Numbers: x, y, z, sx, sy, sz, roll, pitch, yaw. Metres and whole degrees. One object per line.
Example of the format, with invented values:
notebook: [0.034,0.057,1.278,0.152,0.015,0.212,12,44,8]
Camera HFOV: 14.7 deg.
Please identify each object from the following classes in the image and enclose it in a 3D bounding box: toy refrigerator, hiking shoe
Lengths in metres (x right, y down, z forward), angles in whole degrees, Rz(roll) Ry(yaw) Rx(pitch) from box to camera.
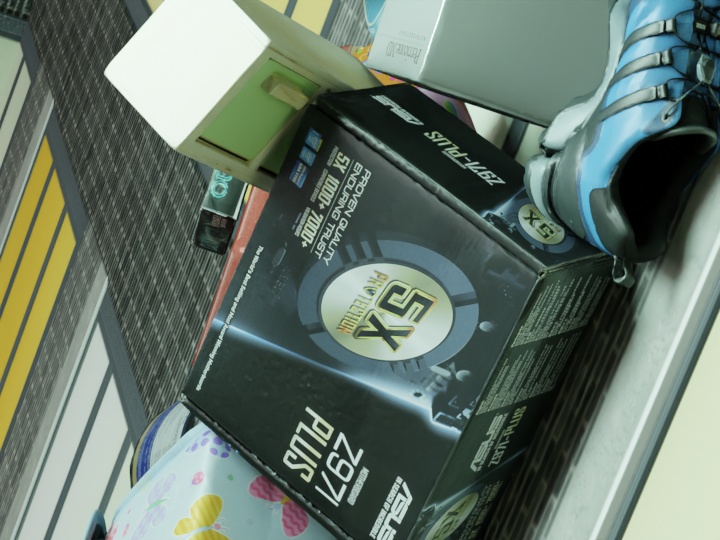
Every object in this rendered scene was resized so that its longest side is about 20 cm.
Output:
toy refrigerator: [-0.045,-0.087,1.473,0.076,0.200,0.070,-47,65,9]
hiking shoe: [0.156,-0.096,1.346,0.087,0.074,0.200,44,119,48]

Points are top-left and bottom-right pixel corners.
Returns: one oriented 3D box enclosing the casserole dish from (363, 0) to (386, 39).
casserole dish: [0.035,-0.228,1.915,0.200,0.039,0.121,-92,26,-52]

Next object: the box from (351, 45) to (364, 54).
box: [-0.025,-0.057,1.909,0.163,0.021,0.200,-125,54,-85]

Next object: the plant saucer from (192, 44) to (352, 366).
plant saucer: [-0.065,-0.028,1.881,0.200,0.037,0.200,111,176,-54]

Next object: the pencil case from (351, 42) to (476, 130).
pencil case: [0.037,-0.047,1.589,0.088,0.087,0.200,-61,29,34]

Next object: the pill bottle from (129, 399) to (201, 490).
pill bottle: [-0.069,0.122,1.761,0.200,0.112,0.112,153,132,-67]

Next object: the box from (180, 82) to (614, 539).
box: [0.019,0.030,1.455,0.164,0.086,0.200,39,118,25]

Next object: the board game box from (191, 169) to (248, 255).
board game box: [-0.080,-0.088,1.910,0.200,0.028,0.135,127,162,-81]

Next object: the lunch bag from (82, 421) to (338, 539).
lunch bag: [-0.103,0.206,1.539,0.200,0.127,0.170,-45,27,47]

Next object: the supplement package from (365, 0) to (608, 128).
supplement package: [0.098,-0.183,1.512,0.117,0.117,0.200,-152,80,-73]
